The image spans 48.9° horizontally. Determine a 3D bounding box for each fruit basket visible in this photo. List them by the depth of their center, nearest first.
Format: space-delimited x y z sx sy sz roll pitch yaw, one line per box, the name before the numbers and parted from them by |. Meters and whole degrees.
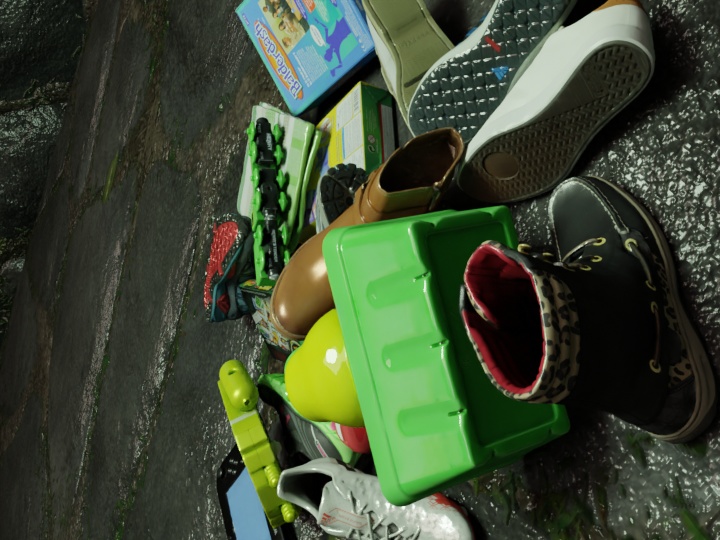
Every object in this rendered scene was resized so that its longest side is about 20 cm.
fruit basket | 0.035 0.064 0.602 0.214 0.152 0.222 27 122 54

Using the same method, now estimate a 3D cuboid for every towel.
towel | -0.100 -0.116 0.959 0.199 0.030 0.153 36 117 59

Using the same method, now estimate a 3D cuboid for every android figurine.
android figurine | -0.108 0.191 0.856 0.200 0.040 0.186 -136 26 -63

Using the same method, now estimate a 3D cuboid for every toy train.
toy train | -0.106 -0.077 0.893 0.057 0.041 0.205 124 143 -59

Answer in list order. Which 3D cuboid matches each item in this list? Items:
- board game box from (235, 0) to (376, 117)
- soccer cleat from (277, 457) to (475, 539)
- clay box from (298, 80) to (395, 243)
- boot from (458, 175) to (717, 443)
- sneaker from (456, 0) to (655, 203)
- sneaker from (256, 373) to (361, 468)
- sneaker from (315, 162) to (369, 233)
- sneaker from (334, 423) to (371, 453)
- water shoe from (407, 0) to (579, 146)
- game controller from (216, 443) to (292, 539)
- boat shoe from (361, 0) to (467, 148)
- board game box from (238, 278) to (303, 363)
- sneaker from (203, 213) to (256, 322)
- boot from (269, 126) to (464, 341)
board game box | -0.056 -0.290 0.922 0.199 0.045 0.155 -22 99 55
soccer cleat | 0.009 0.210 0.685 0.197 0.084 0.071 12 90 44
clay box | -0.032 -0.109 0.905 0.199 0.047 0.118 -34 53 52
boot | 0.132 0.007 0.503 0.073 0.148 0.204 -44 45 42
sneaker | 0.149 -0.127 0.612 0.200 0.072 0.086 -41 25 48
sneaker | -0.065 0.168 0.852 0.199 0.075 0.086 26 99 59
sneaker | 0.000 0.000 0.795 0.086 0.076 0.206 151 109 -74
sneaker | 0.042 0.090 0.699 0.115 0.077 0.205 39 115 57
water shoe | 0.118 -0.177 0.661 0.072 0.079 0.200 48 129 5
game controller | -0.129 0.295 0.951 0.106 0.041 0.202 -60 37 29
boat shoe | 0.060 -0.190 0.759 0.068 0.073 0.205 54 -163 -74
board game box | -0.071 0.066 0.888 0.198 0.023 0.107 8 123 59
sneaker | -0.145 -0.006 1.006 0.201 0.093 0.081 119 144 -55
boot | 0.002 -0.034 0.669 0.201 0.073 0.155 -49 -1 -20
